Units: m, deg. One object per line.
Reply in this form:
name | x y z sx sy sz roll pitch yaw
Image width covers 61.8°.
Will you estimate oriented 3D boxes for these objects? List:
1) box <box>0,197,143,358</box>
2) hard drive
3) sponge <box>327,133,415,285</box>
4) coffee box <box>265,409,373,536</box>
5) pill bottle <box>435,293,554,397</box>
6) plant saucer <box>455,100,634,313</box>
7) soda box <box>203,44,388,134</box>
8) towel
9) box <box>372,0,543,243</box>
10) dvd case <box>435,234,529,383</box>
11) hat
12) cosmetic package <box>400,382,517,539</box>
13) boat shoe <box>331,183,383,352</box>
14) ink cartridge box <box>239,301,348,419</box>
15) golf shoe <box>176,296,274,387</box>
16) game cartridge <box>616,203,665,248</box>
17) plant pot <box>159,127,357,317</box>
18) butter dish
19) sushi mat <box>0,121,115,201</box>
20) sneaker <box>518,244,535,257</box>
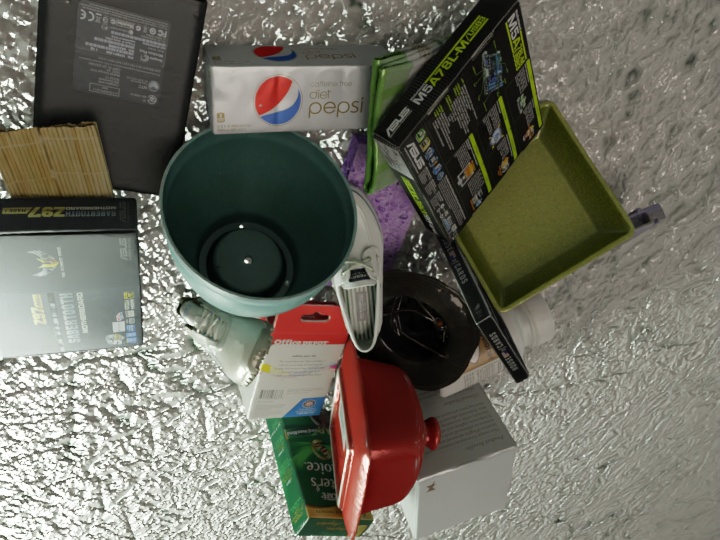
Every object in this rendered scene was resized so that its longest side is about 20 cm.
box | -0.315 0.012 0.641 0.153 0.052 0.203 -2 139 -21
hard drive | -0.232 -0.173 0.573 0.136 0.033 0.204 5 123 -27
sponge | 0.013 -0.068 0.766 0.109 0.030 0.204 4 124 -27
coffee box | -0.064 0.292 0.896 0.121 0.202 0.044 21 118 -35
pill bottle | 0.188 0.102 0.920 0.195 0.115 0.116 -22 132 -6
plant saucer | 0.207 -0.078 0.766 0.197 0.203 0.048 -29 168 0
soda box | -0.060 -0.188 0.618 0.194 0.064 0.070 -8 129 -20
towel | 0.083 -0.177 0.661 0.198 0.030 0.152 -31 138 -35
box | 0.118 -0.157 0.665 0.195 0.047 0.200 -53 146 -6
dvd case | 0.153 0.029 0.789 0.024 0.203 0.151 -29 133 12
hat | 0.076 0.064 0.827 0.195 0.082 0.205 12 129 14
cosmetic package | 0.125 0.274 0.967 0.163 0.202 0.170 -13 131 -12
boat shoe | 0.000 0.000 0.721 0.071 0.067 0.205 -13 113 1
ink cartridge box | -0.091 0.109 0.831 0.113 0.068 0.204 3 124 -27
golf shoe | -0.165 0.074 0.695 0.096 0.199 0.080 29 80 -26
game cartridge | 0.329 -0.035 0.884 0.195 0.039 0.130 -20 171 -14
plant pot | -0.115 -0.035 0.646 0.195 0.205 0.135 -3 155 -21
butter dish | 0.038 0.221 0.814 0.143 0.203 0.204 1 129 -10
sushi mat | -0.296 -0.064 0.608 0.093 0.012 0.203 -7 141 -15
sneaker | 0.242 -0.050 0.840 0.199 0.074 0.088 -39 143 -10
